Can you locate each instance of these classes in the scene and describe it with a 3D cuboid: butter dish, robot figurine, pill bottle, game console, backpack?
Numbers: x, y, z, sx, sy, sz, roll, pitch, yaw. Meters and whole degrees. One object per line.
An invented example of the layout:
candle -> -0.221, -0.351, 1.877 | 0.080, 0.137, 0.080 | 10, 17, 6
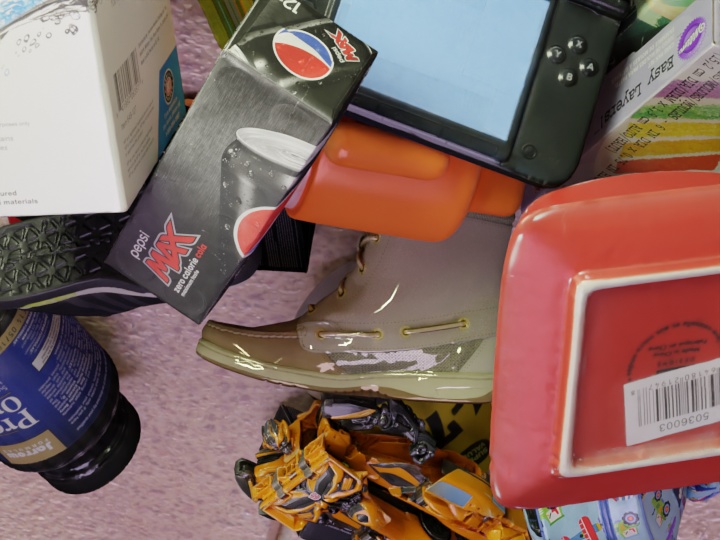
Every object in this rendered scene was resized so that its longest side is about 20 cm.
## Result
butter dish -> 0.153, 0.015, 1.185 | 0.199, 0.148, 0.200 | -7, 122, -14
robot figurine -> 0.015, 0.153, 1.409 | 0.200, 0.058, 0.145 | 29, 128, -28
pill bottle -> -0.242, 0.074, 1.504 | 0.111, 0.112, 0.200 | -11, 139, 24
game console -> 0.058, -0.161, 1.111 | 0.199, 0.171, 0.118 | 20, 167, -9
pill bottle -> 0.045, 0.088, 1.468 | 0.114, 0.115, 0.200 | -14, 139, 27
robot figurine -> -0.001, -0.081, 1.224 | 0.199, 0.144, 0.117 | 9, 137, -14
backpack -> 0.174, 0.116, 1.408 | 0.134, 0.201, 0.183 | -5, 141, 16

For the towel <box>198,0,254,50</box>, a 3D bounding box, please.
towel -> -0.001, -0.170, 1.208 | 0.199, 0.018, 0.086 | -7, 142, 19

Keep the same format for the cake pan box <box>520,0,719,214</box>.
cake pan box -> 0.221, -0.065, 1.224 | 0.184, 0.052, 0.200 | 22, 141, -24

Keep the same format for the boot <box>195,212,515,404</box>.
boot -> 0.000, 0.000, 1.327 | 0.199, 0.155, 0.072 | 5, -176, 3

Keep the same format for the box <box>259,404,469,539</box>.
box -> 0.033, 0.180, 1.565 | 0.199, 0.160, 0.044 | 23, 102, -19

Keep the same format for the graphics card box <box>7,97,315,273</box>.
graphics card box -> -0.132, -0.057, 1.358 | 0.199, 0.051, 0.126 | 3, 143, 8

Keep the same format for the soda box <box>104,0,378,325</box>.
soda box -> -0.067, -0.058, 1.124 | 0.071, 0.063, 0.200 | 33, 139, -2

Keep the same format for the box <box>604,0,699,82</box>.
box -> 0.195, -0.105, 1.244 | 0.144, 0.036, 0.200 | 22, 140, -19

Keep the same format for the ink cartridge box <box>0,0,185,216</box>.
ink cartridge box -> -0.188, -0.147, 1.104 | 0.144, 0.147, 0.201 | -2, 114, 10

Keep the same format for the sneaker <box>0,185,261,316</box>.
sneaker -> -0.152, -0.009, 1.347 | 0.199, 0.072, 0.083 | -3, 166, 17
